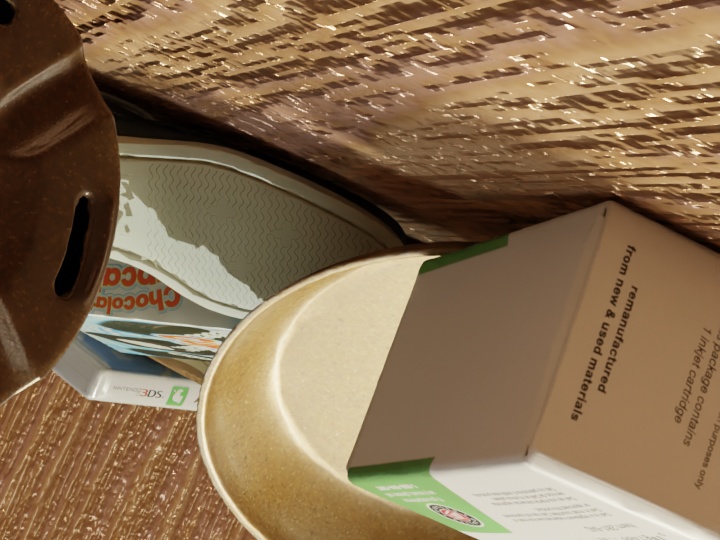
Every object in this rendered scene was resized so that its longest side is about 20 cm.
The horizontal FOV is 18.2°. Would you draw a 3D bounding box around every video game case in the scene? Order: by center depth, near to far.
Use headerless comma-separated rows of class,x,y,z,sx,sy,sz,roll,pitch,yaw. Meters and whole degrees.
video game case,-0.134,0.027,1.255,0.182,0.022,0.200,11,-163,-47

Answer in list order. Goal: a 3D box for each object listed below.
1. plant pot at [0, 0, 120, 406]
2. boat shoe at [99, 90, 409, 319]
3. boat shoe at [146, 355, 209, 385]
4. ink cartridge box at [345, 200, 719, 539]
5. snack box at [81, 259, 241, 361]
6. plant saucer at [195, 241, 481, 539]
plant pot,-0.194,-0.032,0.723,0.200,0.201,0.198,27,166,-40
boat shoe,-0.072,-0.034,0.877,0.199,0.072,0.068,16,-147,4
boat shoe,-0.042,0.040,1.130,0.199,0.065,0.071,27,-177,26
ink cartridge box,0.117,0.064,0.711,0.199,0.084,0.145,25,165,-16
snack box,-0.065,0.017,0.997,0.116,0.037,0.200,5,173,4
plant saucer,0.040,0.054,0.835,0.199,0.036,0.201,4,134,4
